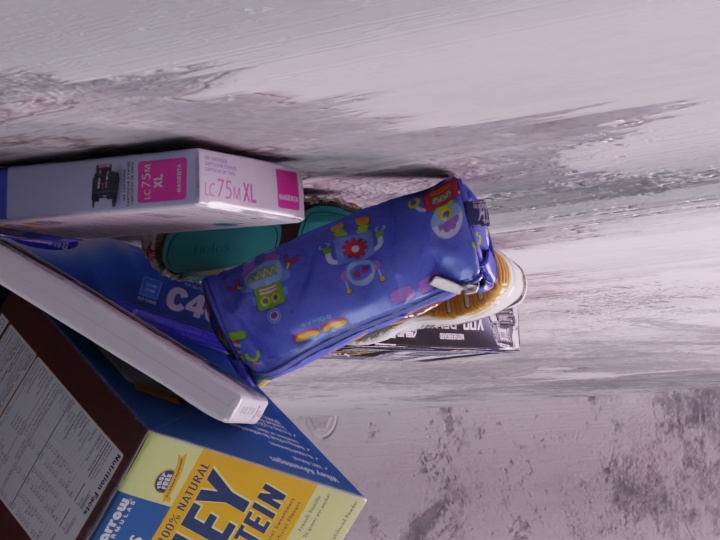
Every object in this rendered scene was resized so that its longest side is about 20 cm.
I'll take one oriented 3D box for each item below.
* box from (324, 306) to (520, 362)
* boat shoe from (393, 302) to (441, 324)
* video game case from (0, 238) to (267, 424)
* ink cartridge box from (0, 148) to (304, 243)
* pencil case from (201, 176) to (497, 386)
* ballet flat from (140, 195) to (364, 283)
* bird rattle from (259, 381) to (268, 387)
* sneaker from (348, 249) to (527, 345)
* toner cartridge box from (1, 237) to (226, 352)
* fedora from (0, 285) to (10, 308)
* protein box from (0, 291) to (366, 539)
[{"bbox_3d":[0.032,0.059,2.410,0.199,0.050,0.157,3,172,-37],"label":"box"},{"bbox_3d":[0.000,0.000,1.804,0.199,0.076,0.072,2,171,-40],"label":"boat shoe"},{"bbox_3d":[-0.153,0.037,1.542,0.199,0.024,0.182,31,178,4],"label":"video game case"},{"bbox_3d":[-0.150,-0.045,1.521,0.199,0.042,0.119,-6,173,30],"label":"ink cartridge box"},{"bbox_3d":[-0.003,0.009,1.599,0.199,0.087,0.078,-22,137,6],"label":"pencil case"},{"bbox_3d":[-0.059,-0.026,1.665,0.199,0.076,0.064,7,-159,-28],"label":"ballet flat"},{"bbox_3d":[-0.115,0.031,1.962,0.199,0.113,0.163,-4,-170,46],"label":"bird rattle"},{"bbox_3d":[0.042,0.024,1.997,0.199,0.076,0.088,-4,173,28],"label":"sneaker"},{"bbox_3d":[-0.160,0.010,1.722,0.199,0.043,0.095,18,170,-7],"label":"toner cartridge box"},{"bbox_3d":[-0.277,0.079,1.768,0.091,0.202,0.200,-6,175,-20],"label":"fedora"},{"bbox_3d":[-0.145,0.134,1.643,0.198,0.135,0.200,22,-166,-42],"label":"protein box"}]
